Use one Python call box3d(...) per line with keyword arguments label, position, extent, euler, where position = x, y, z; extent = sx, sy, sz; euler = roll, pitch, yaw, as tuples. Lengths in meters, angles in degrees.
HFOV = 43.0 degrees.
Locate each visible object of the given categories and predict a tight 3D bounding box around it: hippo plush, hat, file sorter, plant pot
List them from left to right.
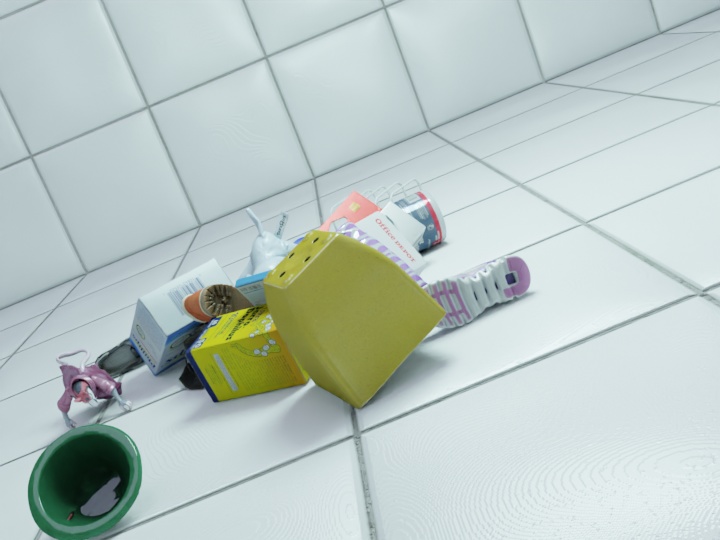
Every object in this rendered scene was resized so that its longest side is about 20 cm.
box3d(label="hat", position=(-0.379, 0.335, 1.341), extent=(0.164, 0.177, 0.201), euler=(-23, 51, -10))
box3d(label="hat", position=(-0.280, 0.137, 1.739), extent=(0.199, 0.082, 0.201), euler=(-26, 17, 9))
box3d(label="hippo plush", position=(-0.156, 0.008, 1.808), extent=(0.157, 0.202, 0.161), euler=(5, 28, -15))
box3d(label="plant pot", position=(-0.033, 0.051, 1.368), extent=(0.196, 0.200, 0.194), euler=(-46, 20, -13))
box3d(label="file sorter", position=(0.050, -0.125, 2.145), extent=(0.198, 0.126, 0.139), euler=(-10, 19, 40))

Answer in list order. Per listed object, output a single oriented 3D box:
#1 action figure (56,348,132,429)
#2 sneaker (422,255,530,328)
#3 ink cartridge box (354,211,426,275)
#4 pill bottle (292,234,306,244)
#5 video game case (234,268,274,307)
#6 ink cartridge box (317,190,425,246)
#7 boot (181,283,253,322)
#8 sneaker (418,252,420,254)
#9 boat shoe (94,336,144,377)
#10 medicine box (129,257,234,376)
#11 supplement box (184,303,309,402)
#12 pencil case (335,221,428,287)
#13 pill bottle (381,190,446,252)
box3d(label="action figure", position=(-0.518, 0.216, 1.753), extent=(0.132, 0.151, 0.200), euler=(-18, -1, -10))
box3d(label="sneaker", position=(0.174, 0.034, 1.483), extent=(0.198, 0.081, 0.088), euler=(-20, 7, -9))
box3d(label="ink cartridge box", position=(0.000, 0.000, 1.686), extent=(0.199, 0.145, 0.085), euler=(-31, -19, -35))
box3d(label="pill bottle", position=(-0.119, -0.013, 2.018), extent=(0.111, 0.113, 0.200), euler=(-16, 15, 23))
box3d(label="video game case", position=(-0.102, 0.063, 1.573), extent=(0.142, 0.200, 0.018), euler=(-15, 46, 28))
box3d(label="ink cartridge box", position=(0.004, -0.062, 1.814), extent=(0.200, 0.175, 0.045), euler=(-50, -11, -29))
box3d(label="boot", position=(-0.234, 0.070, 1.699), extent=(0.199, 0.076, 0.107), euler=(16, -22, -41))
box3d(label="sneaker", position=(0.025, -0.014, 1.852), extent=(0.198, 0.083, 0.077), euler=(-18, 13, 3))
box3d(label="boat shoe", position=(-0.491, 0.173, 1.993), extent=(0.198, 0.075, 0.060), euler=(-25, 14, 3))
box3d(label="medicine box", position=(-0.356, 0.095, 1.846), extent=(0.181, 0.103, 0.200), euler=(-31, -14, -31))
box3d(label="supplement box", position=(-0.175, 0.133, 1.547), extent=(0.198, 0.110, 0.109), euler=(-15, 24, 27))
box3d(label="pencil case", position=(0.029, 0.001, 1.568), extent=(0.084, 0.200, 0.086), euler=(-47, -20, -2))
box3d(label="pill bottle", position=(0.072, -0.079, 1.948), extent=(0.198, 0.121, 0.120), euler=(-25, 14, -11))
